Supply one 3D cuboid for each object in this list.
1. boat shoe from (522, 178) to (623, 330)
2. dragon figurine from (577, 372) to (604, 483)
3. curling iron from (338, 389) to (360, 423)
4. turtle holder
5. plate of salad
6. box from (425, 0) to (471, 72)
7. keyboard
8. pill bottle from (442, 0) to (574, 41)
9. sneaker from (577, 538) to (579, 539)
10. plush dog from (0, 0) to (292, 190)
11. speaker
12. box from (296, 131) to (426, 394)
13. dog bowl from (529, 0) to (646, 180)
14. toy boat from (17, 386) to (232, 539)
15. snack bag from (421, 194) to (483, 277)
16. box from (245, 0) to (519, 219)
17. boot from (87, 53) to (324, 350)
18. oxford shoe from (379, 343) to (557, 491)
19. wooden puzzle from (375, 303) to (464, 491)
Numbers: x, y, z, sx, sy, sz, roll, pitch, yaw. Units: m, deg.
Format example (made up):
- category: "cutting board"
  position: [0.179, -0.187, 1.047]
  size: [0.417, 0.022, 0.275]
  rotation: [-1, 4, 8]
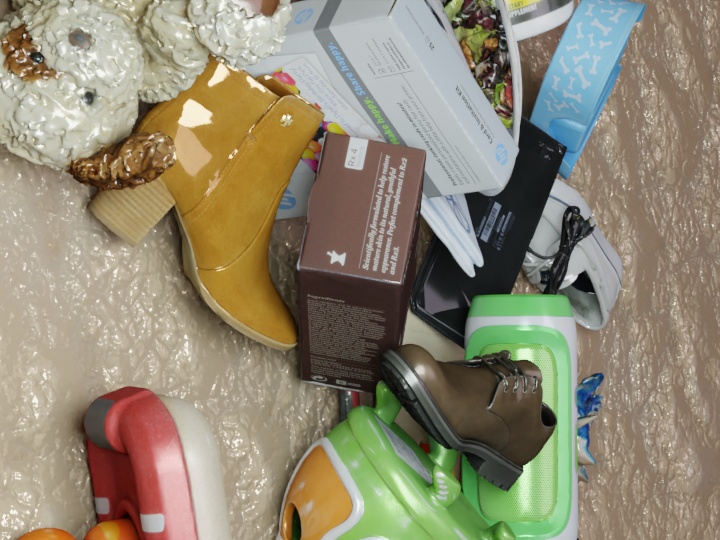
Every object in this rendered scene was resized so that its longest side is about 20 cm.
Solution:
- category: "boat shoe"
  position: [0.166, -0.015, 1.676]
  size: [0.200, 0.073, 0.066]
  rotation: [39, 51, -43]
- category: "dragon figurine"
  position: [0.166, 0.111, 1.616]
  size: [0.200, 0.058, 0.100]
  rotation: [70, 25, -69]
- category: "curling iron"
  position: [0.002, 0.136, 1.469]
  size: [0.049, 0.025, 0.201]
  rotation: [2, 84, -51]
- category: "turtle holder"
  position: [0.022, 0.179, 1.404]
  size: [0.141, 0.132, 0.185]
  rotation: [51, 6, 25]
- category: "plate of salad"
  position: [0.074, -0.154, 1.494]
  size: [0.048, 0.200, 0.201]
  rotation: [-9, 93, -14]
- category: "box"
  position: [0.014, -0.199, 1.418]
  size: [0.117, 0.060, 0.201]
  rotation: [47, 18, -48]
- category: "keyboard"
  position: [0.118, -0.023, 1.575]
  size: [0.127, 0.021, 0.201]
  rotation: [33, 64, -17]
- category: "pill bottle"
  position: [0.091, -0.283, 1.577]
  size: [0.114, 0.114, 0.201]
  rotation: [-35, 112, -50]
- category: "sneaker"
  position: [0.123, 0.259, 1.568]
  size: [0.199, 0.074, 0.081]
  rotation: [11, 118, -47]
- category: "plush dog"
  position: [-0.167, -0.141, 1.209]
  size: [0.200, 0.160, 0.172]
  rotation: [37, 66, -6]
- category: "speaker"
  position: [0.120, 0.119, 1.491]
  size: [0.088, 0.088, 0.201]
  rotation: [4, 85, -53]
- category: "box"
  position: [0.000, 0.000, 1.345]
  size: [0.200, 0.074, 0.101]
  rotation: [88, 12, -66]
- category: "dog bowl"
  position: [0.181, -0.155, 1.650]
  size: [0.112, 0.049, 0.200]
  rotation: [-62, 173, -23]
- category: "toy boat"
  position: [-0.150, 0.175, 1.200]
  size: [0.130, 0.130, 0.201]
  rotation: [-9, 92, -23]
- category: "snack bag"
  position: [0.025, -0.115, 1.470]
  size: [0.200, 0.021, 0.189]
  rotation: [54, 14, -34]
- category: "box"
  position: [-0.017, -0.109, 1.331]
  size: [0.156, 0.199, 0.041]
  rotation: [54, 47, -34]
- category: "boot"
  position: [-0.068, -0.045, 1.308]
  size: [0.144, 0.071, 0.201]
  rotation: [-47, 128, 4]
- category: "oxford shoe"
  position: [0.076, 0.081, 1.366]
  size: [0.084, 0.073, 0.200]
  rotation: [-45, 148, 6]
- category: "wooden puzzle"
  position: [0.076, 0.125, 1.556]
  size: [0.185, 0.046, 0.201]
  rotation: [13, 75, -52]
